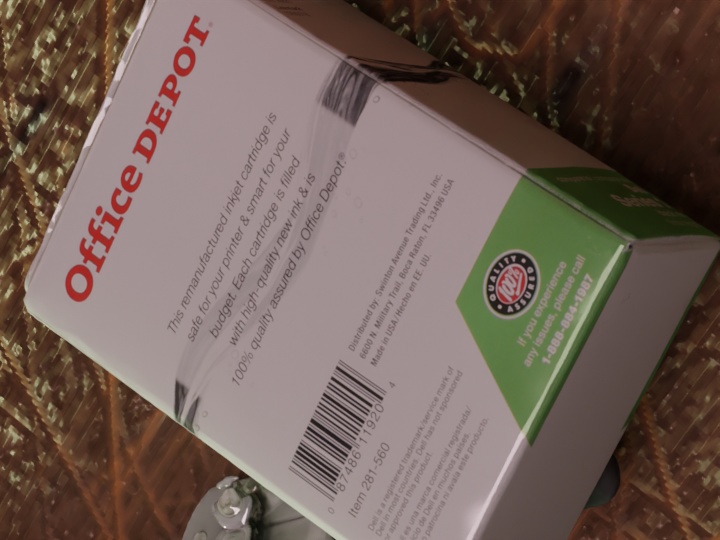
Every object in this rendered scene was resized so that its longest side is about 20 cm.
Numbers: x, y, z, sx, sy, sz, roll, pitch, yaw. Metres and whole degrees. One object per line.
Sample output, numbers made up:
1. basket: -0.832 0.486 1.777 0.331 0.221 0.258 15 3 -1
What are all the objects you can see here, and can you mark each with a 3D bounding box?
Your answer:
1. ink cartridge box: 0.000 0.000 0.953 0.200 0.084 0.147 35 109 25
2. can opener: 0.015 0.088 1.035 0.199 0.053 0.066 -21 131 32
